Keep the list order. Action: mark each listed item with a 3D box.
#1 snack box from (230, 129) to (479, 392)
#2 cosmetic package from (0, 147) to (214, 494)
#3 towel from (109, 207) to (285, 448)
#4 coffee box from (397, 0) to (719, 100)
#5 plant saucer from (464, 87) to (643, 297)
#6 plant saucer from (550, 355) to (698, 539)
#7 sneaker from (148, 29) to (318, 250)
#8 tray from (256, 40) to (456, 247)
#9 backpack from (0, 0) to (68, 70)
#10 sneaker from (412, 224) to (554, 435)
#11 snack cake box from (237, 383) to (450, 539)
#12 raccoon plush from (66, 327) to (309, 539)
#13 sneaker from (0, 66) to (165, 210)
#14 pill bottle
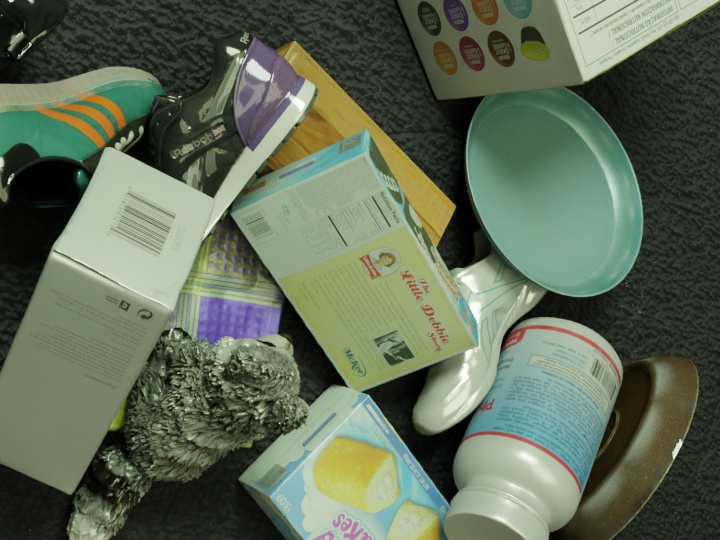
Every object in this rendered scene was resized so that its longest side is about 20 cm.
[{"bbox_3d":[0.000,0.000,0.873,0.115,0.037,0.201,-22,123,17],"label":"snack box"},{"bbox_3d":[-0.174,0.036,0.726,0.080,0.201,0.113,27,37,-12],"label":"cosmetic package"},{"bbox_3d":[-0.121,0.031,0.872,0.142,0.023,0.203,12,88,-30],"label":"towel"},{"bbox_3d":[0.151,-0.270,0.900,0.199,0.199,0.200,-32,109,-24],"label":"coffee box"},{"bbox_3d":[0.166,-0.071,0.991,0.198,0.027,0.203,12,66,-29],"label":"plant saucer"},{"bbox_3d":[0.217,0.152,0.983,0.032,0.200,0.201,34,76,-5],"label":"plant saucer"},{"bbox_3d":[-0.125,-0.078,0.799,0.087,0.076,0.201,38,93,-17],"label":"sneaker"},{"bbox_3d":[-0.014,-0.075,0.904,0.200,0.037,0.099,42,60,-24],"label":"tray"},{"bbox_3d":[-0.305,-0.208,0.691,0.163,0.153,0.201,-41,136,-13],"label":"backpack"},{"bbox_3d":[0.089,0.047,0.971,0.080,0.070,0.201,40,67,-20],"label":"sneaker"},{"bbox_3d":[0.006,0.208,0.932,0.115,0.067,0.201,-44,113,-20],"label":"snack cake box"},{"bbox_3d":[-0.113,0.128,0.795,0.096,0.134,0.202,29,80,-29],"label":"raccoon plush"},{"bbox_3d":[-0.195,-0.081,0.757,0.199,0.071,0.081,-24,83,-54],"label":"sneaker"},{"bbox_3d":[0.142,0.145,0.946,0.109,0.108,0.201,49,50,-23],"label":"pill bottle"}]
